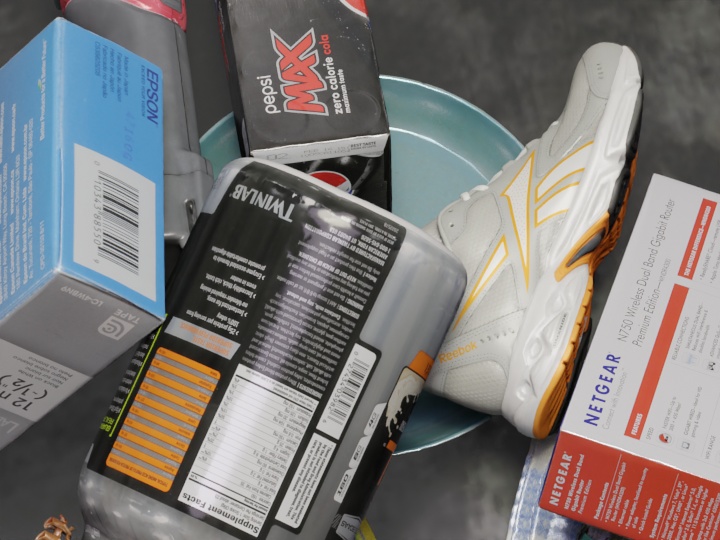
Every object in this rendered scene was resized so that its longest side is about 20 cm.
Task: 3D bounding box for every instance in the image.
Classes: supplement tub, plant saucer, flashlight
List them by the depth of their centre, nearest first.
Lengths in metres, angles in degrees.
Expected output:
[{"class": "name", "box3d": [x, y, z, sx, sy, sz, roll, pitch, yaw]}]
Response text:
[{"class": "supplement tub", "box3d": [-0.045, 0.063, 1.290, 0.122, 0.123, 0.201, 25, 85, 9]}, {"class": "flashlight", "box3d": [-0.108, -0.078, 1.405, 0.067, 0.068, 0.201, -4, 58, -6]}, {"class": "plant saucer", "box3d": [0.000, 0.000, 1.407, 0.199, 0.027, 0.201, 0, 64, -1]}]

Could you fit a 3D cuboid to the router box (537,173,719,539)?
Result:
[{"class": "router box", "box3d": [0.190, 0.055, 1.333, 0.178, 0.049, 0.200, 19, 40, 7]}]

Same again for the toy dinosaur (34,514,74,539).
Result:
[{"class": "toy dinosaur", "box3d": [-0.207, 0.187, 1.309, 0.136, 0.102, 0.200, 44, 54, 0]}]

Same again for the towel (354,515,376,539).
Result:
[{"class": "towel", "box3d": [-0.040, 0.185, 1.326, 0.143, 0.023, 0.201, -22, 65, -11]}]

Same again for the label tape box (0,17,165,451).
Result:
[{"class": "label tape box", "box3d": [-0.171, 0.002, 1.341, 0.066, 0.200, 0.144, 23, 45, -32]}]

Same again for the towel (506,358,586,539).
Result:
[{"class": "towel", "box3d": [0.133, 0.145, 1.355, 0.146, 0.024, 0.201, 14, 69, 2]}]

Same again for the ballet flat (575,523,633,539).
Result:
[{"class": "ballet flat", "box3d": [0.191, 0.153, 1.306, 0.199, 0.072, 0.072, 17, 67, 0]}]

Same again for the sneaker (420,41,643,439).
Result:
[{"class": "sneaker", "box3d": [0.073, -0.026, 1.370, 0.091, 0.076, 0.201, 15, 63, 10]}]

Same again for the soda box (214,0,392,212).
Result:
[{"class": "soda box", "box3d": [-0.032, -0.116, 1.415, 0.070, 0.064, 0.201, -8, 53, -4]}]
